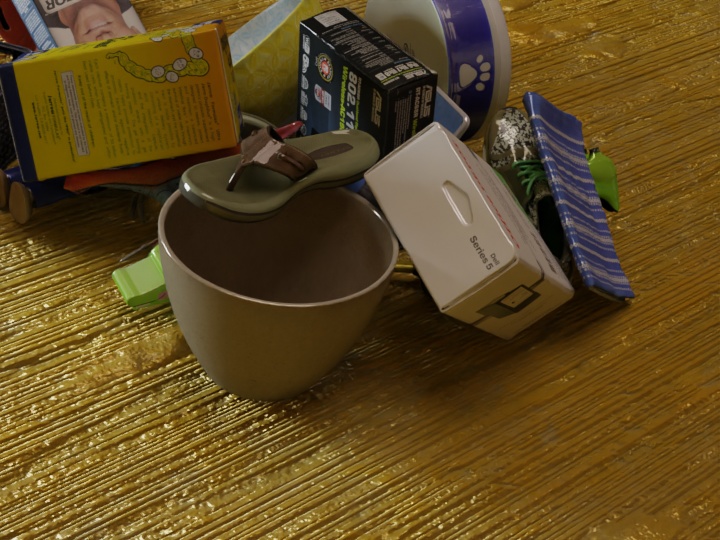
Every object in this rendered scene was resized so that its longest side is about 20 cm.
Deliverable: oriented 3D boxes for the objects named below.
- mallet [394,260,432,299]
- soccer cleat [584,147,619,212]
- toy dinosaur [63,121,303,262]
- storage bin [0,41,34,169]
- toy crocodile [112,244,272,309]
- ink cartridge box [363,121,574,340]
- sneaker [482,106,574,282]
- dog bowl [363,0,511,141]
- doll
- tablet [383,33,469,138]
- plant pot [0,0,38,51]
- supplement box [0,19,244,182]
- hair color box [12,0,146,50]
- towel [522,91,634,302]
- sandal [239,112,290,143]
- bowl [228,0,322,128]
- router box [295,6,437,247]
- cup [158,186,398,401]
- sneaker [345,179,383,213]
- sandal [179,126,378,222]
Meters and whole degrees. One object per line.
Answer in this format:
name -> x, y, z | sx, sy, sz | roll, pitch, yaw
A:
mallet -> 0.000, 0.000, 1.387 | 0.199, 0.041, 0.066 | -2, 34, -10
soccer cleat -> 0.176, -0.064, 1.494 | 0.200, 0.081, 0.068 | -18, 6, -9
toy dinosaur -> -0.183, -0.093, 1.379 | 0.181, 0.200, 0.105 | 23, 3, -41
storage bin -> -0.419, -0.153, 1.440 | 0.135, 0.094, 0.200 | 15, 34, 8
toy crocodile -> -0.128, -0.006, 1.324 | 0.200, 0.062, 0.068 | -11, 53, -27
ink cartridge box -> 0.100, -0.030, 1.283 | 0.146, 0.084, 0.200 | 60, 14, 20
sneaker -> 0.176, -0.075, 1.410 | 0.077, 0.089, 0.200 | -10, 74, -14
dog bowl -> 0.081, -0.238, 1.598 | 0.079, 0.200, 0.200 | -11, 40, -25
doll -> -0.272, -0.106, 1.451 | 0.200, 0.049, 0.136 | -22, 41, -38
tablet -> 0.030, -0.161, 1.554 | 0.014, 0.130, 0.200 | 27, 18, -44
plant pot -> -0.340, -0.354, 1.674 | 0.200, 0.201, 0.196 | 7, 42, -6
supplement box -> -0.216, -0.159, 1.335 | 0.199, 0.110, 0.109 | -10, 14, 0
hair color box -> -0.287, -0.253, 1.524 | 0.100, 0.200, 0.060 | -31, 6, -26
towel -> 0.212, -0.070, 1.396 | 0.145, 0.024, 0.200 | 16, 55, -64
sandal -> -0.159, -0.129, 1.457 | 0.201, 0.080, 0.057 | 22, 29, -19
bowl -> -0.101, -0.201, 1.559 | 0.108, 0.200, 0.200 | 51, 31, -18
router box -> 0.001, -0.137, 1.434 | 0.062, 0.200, 0.150 | -23, 46, -29
cup -> -0.076, 0.026, 1.232 | 0.200, 0.144, 0.200 | 7, 34, -5
sneaker -> -0.024, -0.057, 1.399 | 0.070, 0.078, 0.200 | -48, 17, -11
sandal -> -0.068, -0.096, 1.216 | 0.201, 0.057, 0.080 | -24, 47, -38
